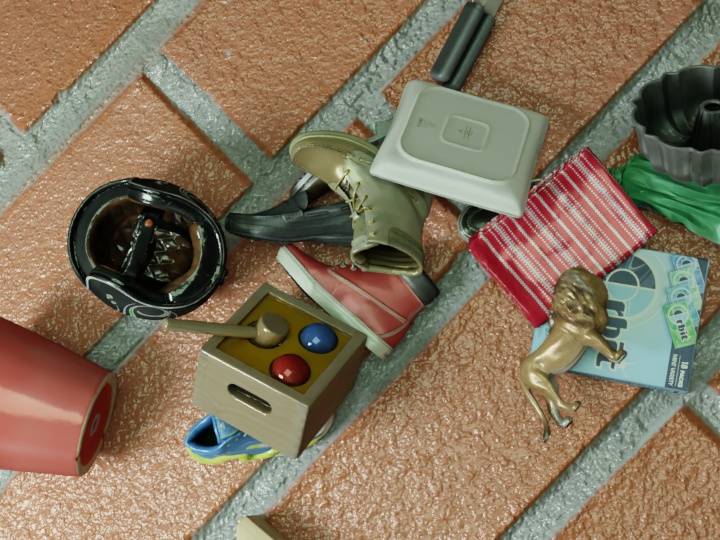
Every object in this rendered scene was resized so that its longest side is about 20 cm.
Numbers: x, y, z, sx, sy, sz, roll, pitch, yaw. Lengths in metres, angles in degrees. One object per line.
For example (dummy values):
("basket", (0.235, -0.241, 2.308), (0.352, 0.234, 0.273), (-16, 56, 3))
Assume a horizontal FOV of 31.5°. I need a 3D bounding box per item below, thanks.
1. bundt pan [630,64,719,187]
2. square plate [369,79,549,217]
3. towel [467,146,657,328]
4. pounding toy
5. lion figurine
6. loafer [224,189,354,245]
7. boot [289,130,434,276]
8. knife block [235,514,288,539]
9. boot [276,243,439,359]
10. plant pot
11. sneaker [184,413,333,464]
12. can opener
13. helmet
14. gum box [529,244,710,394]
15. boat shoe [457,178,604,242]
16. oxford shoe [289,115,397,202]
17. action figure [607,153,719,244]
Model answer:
("bundt pan", (0.436, -0.172, 1.581), (0.201, 0.076, 0.202), (-7, 38, 6))
("square plate", (0.132, -0.166, 1.632), (0.198, 0.028, 0.200), (17, 47, 5))
("towel", (0.251, -0.041, 1.600), (0.200, 0.022, 0.145), (-39, 87, 2))
("pounding toy", (-0.123, 0.107, 1.596), (0.200, 0.142, 0.184), (27, 42, 14))
("lion figurine", (0.246, 0.100, 1.565), (0.122, 0.072, 0.200), (41, 101, 18))
("loafer", (-0.078, -0.071, 1.677), (0.200, 0.068, 0.071), (1, 99, 1))
("boot", (-0.003, -0.083, 1.599), (0.200, 0.072, 0.155), (21, 50, -14))
("knife block", (-0.061, 0.404, 1.619), (0.175, 0.064, 0.201), (-8, 79, 9))
("boot", (0.000, 0.000, 1.676), (0.200, 0.072, 0.144), (39, 88, 8))
("plant pot", (-0.426, 0.178, 1.672), (0.177, 0.200, 0.201), (15, 84, 2))
("sneaker", (-0.136, 0.208, 1.644), (0.200, 0.105, 0.076), (-18, 78, 7))
("can opener", (0.149, -0.337, 1.719), (0.066, 0.053, 0.200), (18, 81, 47))
("helmet", (-0.276, -0.028, 1.668), (0.200, 0.191, 0.201), (-1, 93, -23))
("gum box", (0.326, 0.055, 1.615), (0.199, 0.045, 0.170), (10, 83, 12))
("boat shoe", (0.219, -0.085, 1.649), (0.200, 0.064, 0.071), (-16, 79, 8))
("oxford shoe", (0.000, -0.130, 1.695), (0.200, 0.073, 0.085), (-27, 84, 8))
("action figure", (0.405, -0.101, 1.623), (0.200, 0.055, 0.118), (17, 85, 20))
